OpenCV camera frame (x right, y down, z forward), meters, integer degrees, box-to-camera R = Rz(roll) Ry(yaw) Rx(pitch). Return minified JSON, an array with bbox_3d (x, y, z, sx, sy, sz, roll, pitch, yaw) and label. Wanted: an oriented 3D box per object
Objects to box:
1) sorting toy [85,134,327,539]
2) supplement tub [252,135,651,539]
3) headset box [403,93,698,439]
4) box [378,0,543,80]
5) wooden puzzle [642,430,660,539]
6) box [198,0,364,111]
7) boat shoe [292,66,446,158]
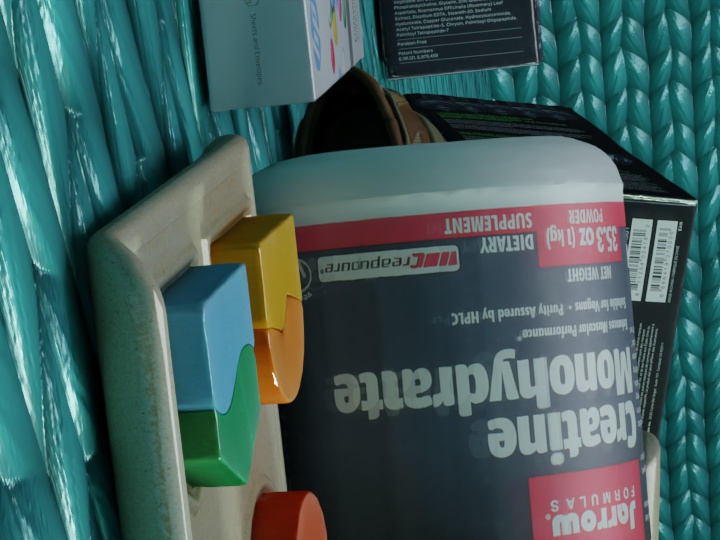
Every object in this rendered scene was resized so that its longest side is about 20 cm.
[{"bbox_3d":[-0.036,0.064,0.678,0.200,0.036,0.186,-69,153,-77],"label":"sorting toy"},{"bbox_3d":[0.030,0.058,0.823,0.140,0.140,0.201,1,84,-84],"label":"supplement tub"},{"bbox_3d":[0.069,0.021,1.086,0.200,0.092,0.175,-125,-140,-69],"label":"headset box"},{"bbox_3d":[0.065,-0.226,1.584,0.200,0.104,0.183,-55,138,-82],"label":"box"},{"bbox_3d":[0.045,0.150,0.947,0.200,0.046,0.186,5,-84,55],"label":"wooden puzzle"},{"bbox_3d":[-0.033,-0.147,0.873,0.200,0.041,0.157,-56,141,-79],"label":"box"},{"bbox_3d":[0.000,0.000,0.967,0.074,0.075,0.200,53,24,-47],"label":"boat shoe"}]
